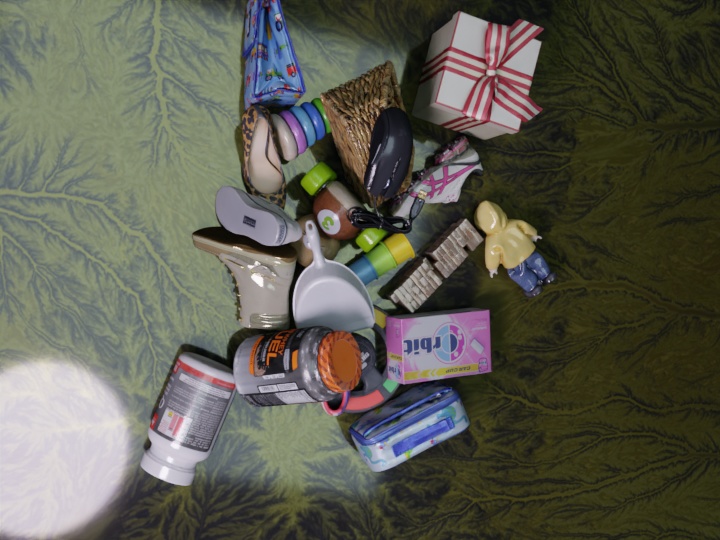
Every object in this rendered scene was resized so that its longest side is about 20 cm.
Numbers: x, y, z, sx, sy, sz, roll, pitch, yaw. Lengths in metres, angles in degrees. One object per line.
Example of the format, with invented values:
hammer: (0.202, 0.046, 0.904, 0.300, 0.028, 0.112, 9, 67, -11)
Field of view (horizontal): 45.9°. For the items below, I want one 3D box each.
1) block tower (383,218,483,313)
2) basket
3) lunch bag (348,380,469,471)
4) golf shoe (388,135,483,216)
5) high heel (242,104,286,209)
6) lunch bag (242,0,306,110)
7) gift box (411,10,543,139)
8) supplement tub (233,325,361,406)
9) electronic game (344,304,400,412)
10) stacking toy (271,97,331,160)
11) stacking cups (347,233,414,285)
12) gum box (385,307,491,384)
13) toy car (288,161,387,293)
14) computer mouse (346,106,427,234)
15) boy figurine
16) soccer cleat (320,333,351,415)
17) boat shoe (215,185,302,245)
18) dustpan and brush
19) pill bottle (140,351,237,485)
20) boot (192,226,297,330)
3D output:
block tower: (0.134, -0.006, 1.558, 0.200, 0.054, 0.058, -44, 99, -7)
basket: (0.040, -0.227, 1.447, 0.148, 0.143, 0.202, -26, 131, -10)
lunch bag: (0.086, 0.273, 1.503, 0.198, 0.161, 0.083, -25, 97, -10)
golf shoe: (0.141, -0.153, 1.545, 0.199, 0.073, 0.092, -40, 101, -9)
high heel: (-0.162, -0.176, 1.440, 0.070, 0.142, 0.203, -15, 95, -11)
lunch bag: (-0.156, -0.383, 1.430, 0.093, 0.150, 0.203, -7, 94, -12)
gift box: (0.218, -0.341, 1.498, 0.197, 0.187, 0.187, 10, 90, -12)
supplement tub: (-0.103, 0.158, 1.404, 0.122, 0.198, 0.124, 21, 64, -52)
electronic game: (-0.010, 0.157, 1.538, 0.197, 0.042, 0.203, 0, 92, -13)
stacking toy: (-0.064, -0.274, 1.500, 0.199, 0.085, 0.086, -31, 98, -17)
stacking cups: (0.000, 0.000, 1.528, 0.198, 0.060, 0.061, -31, 98, -8)
gum box: (0.147, 0.133, 1.542, 0.197, 0.066, 0.115, -4, 94, -25)
toy car: (-0.076, -0.057, 1.471, 0.200, 0.158, 0.164, -45, 90, 5)
computer mouse: (0.066, -0.152, 1.373, 0.139, 0.046, 0.203, 14, 96, -36)
boy figurine: (0.277, -0.041, 1.585, 0.124, 0.064, 0.200, -43, 99, -8)
soccer cleat: (-0.046, 0.151, 1.477, 0.067, 0.073, 0.203, -2, 91, -4)
boat shoe: (-0.173, -0.093, 1.436, 0.065, 0.199, 0.073, 1, 105, -43)
dustpan and brush: (-0.061, 0.013, 1.425, 0.138, 0.058, 0.202, -13, 122, 4)
pill bottle: (-0.290, 0.251, 1.440, 0.115, 0.116, 0.202, 24, 86, -12)
boot: (-0.205, 0.014, 1.468, 0.197, 0.072, 0.157, 16, 118, 18)
